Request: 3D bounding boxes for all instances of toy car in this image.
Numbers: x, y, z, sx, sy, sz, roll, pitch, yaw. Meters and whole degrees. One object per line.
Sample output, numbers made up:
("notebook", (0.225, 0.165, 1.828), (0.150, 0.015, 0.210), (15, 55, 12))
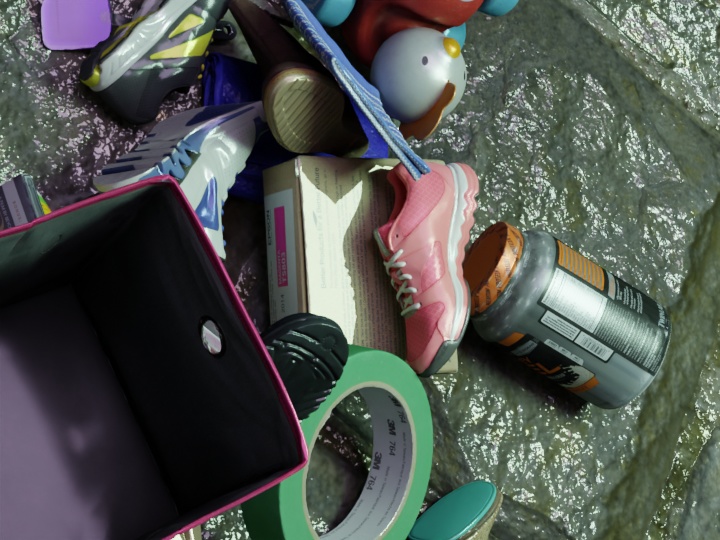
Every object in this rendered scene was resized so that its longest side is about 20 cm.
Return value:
("toy car", (0.065, -0.222, 1.437), (0.184, 0.177, 0.201), (13, 53, -39))

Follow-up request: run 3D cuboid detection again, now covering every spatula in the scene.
("spatula", (-0.205, -0.233, 1.382), (0.199, 0.021, 0.057), (-2, 85, -36))

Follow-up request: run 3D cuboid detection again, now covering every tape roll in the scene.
("tape roll", (-0.016, 0.163, 1.234), (0.200, 0.048, 0.201), (-14, 108, -49))

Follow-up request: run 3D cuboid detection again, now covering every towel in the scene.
("towel", (-0.059, -0.126, 1.407), (0.199, 0.050, 0.148), (14, 62, -26))
("towel", (-0.006, -0.169, 1.304), (0.145, 0.024, 0.200), (49, 5, -29))

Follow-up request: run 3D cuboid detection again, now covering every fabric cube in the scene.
("fabric cube", (-0.186, 0.089, 0.880), (0.199, 0.199, 0.197), (-23, 82, -35))

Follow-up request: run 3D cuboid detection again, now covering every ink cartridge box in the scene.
("ink cartridge box", (0.000, 0.000, 1.338), (0.164, 0.075, 0.201), (0, 86, -31))

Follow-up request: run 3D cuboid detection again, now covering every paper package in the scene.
("paper package", (-0.232, 0.175, 1.063), (0.190, 0.200, 0.104), (11, 64, -28))

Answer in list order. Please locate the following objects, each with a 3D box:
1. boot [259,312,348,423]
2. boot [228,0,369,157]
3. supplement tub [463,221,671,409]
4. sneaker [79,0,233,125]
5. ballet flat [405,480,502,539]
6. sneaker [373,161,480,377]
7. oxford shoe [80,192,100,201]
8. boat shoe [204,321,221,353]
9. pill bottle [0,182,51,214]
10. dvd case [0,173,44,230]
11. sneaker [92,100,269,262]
("boot", (-0.104, 0.072, 1.166), (0.076, 0.200, 0.168), (28, 21, -33))
("boot", (-0.076, -0.181, 1.310), (0.167, 0.072, 0.200), (52, 8, 20))
("supplement tub", (0.195, 0.042, 1.441), (0.200, 0.122, 0.123), (31, 55, -16))
("sneaker", (-0.170, -0.214, 1.357), (0.200, 0.074, 0.085), (-44, 119, -20))
("ballet flat", (0.061, 0.264, 1.300), (0.200, 0.070, 0.066), (-33, 115, -35))
("sneaker", (0.047, -0.005, 1.294), (0.086, 0.074, 0.201), (13, 71, -20))
("oxford shoe", (-0.218, 0.031, 1.218), (0.071, 0.073, 0.201), (-1, 69, -33))
("boat shoe", (-0.127, 0.049, 1.086), (0.200, 0.067, 0.074), (45, 1, 39))
("pill bottle", (-0.254, 0.040, 1.147), (0.111, 0.111, 0.200), (-23, 70, -37))
("dvd case", (-0.304, 0.037, 1.098), (0.016, 0.199, 0.149), (9, 57, -67))
("sneaker", (-0.147, -0.066, 1.270), (0.199, 0.080, 0.116), (-45, 126, -49))
